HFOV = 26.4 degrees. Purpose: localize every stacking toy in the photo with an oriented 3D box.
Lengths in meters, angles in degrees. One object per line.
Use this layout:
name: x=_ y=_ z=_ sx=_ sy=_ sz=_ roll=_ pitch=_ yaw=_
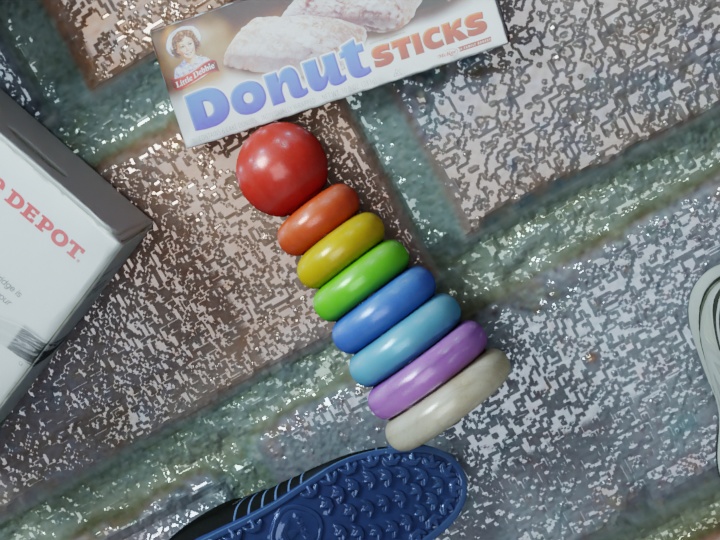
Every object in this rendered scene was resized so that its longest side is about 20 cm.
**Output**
stacking toy: x=0.000 y=0.000 z=0.886 sx=0.085 sy=0.085 sz=0.201 roll=-35 pitch=89 yaw=12

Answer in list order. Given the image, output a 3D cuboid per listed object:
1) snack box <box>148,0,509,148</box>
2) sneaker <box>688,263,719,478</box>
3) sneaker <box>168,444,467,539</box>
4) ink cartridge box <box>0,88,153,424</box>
snack box: x=-0.018 y=-0.135 z=0.886 sx=0.198 sy=0.024 sz=0.073 roll=-17 pitch=99 yaw=10
sneaker: x=0.234 y=0.100 z=0.850 sx=0.075 sy=0.115 sz=0.203 roll=-20 pitch=97 yaw=10
sneaker: x=-0.036 y=0.152 z=0.923 sx=0.198 sy=0.078 sz=0.071 roll=-19 pitch=96 yaw=-12
ink cartridge box: x=-0.239 y=0.006 z=0.908 sx=0.146 sy=0.084 sz=0.200 roll=40 pitch=102 yaw=-1
